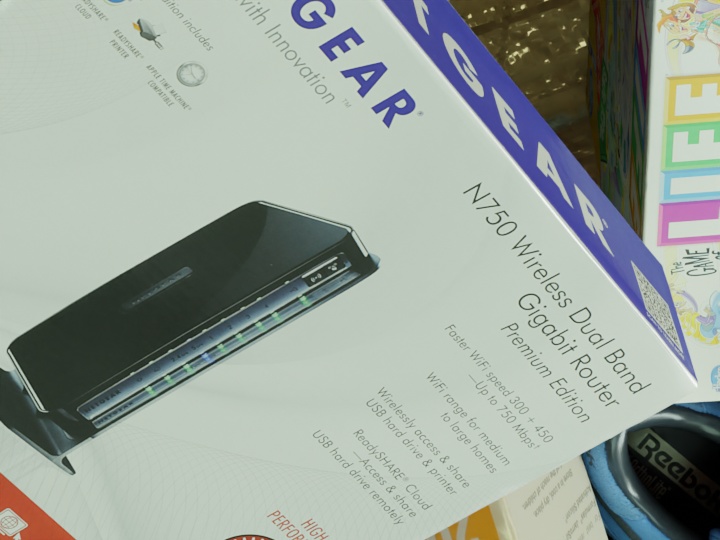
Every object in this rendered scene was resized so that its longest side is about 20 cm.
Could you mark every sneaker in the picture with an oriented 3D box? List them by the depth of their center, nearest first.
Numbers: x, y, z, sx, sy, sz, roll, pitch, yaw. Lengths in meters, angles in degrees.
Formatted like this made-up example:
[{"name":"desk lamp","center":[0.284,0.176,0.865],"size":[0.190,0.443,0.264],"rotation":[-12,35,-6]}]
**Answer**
[{"name":"sneaker","center":[0.149,0.096,0.827],"size":[0.200,0.078,0.066],"rotation":[32,91,-2]}]

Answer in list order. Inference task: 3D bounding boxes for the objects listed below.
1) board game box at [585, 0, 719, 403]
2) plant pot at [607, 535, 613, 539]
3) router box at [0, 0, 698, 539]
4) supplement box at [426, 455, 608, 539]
[{"name":"board game box","center":[0.090,-0.077,0.762],"size":[0.034,0.135,0.200],"rotation":[-4,136,0]},{"name":"plant pot","center":[0.073,0.153,0.988],"size":[0.187,0.187,0.200],"rotation":[-23,145,20]},{"name":"router box","center":[-0.045,-0.002,0.645],"size":[0.179,0.049,0.200],"rotation":[-31,127,17]},{"name":"supplement box","center":[0.024,0.149,0.814],"size":[0.126,0.074,0.200],"rotation":[-15,100,24]}]
